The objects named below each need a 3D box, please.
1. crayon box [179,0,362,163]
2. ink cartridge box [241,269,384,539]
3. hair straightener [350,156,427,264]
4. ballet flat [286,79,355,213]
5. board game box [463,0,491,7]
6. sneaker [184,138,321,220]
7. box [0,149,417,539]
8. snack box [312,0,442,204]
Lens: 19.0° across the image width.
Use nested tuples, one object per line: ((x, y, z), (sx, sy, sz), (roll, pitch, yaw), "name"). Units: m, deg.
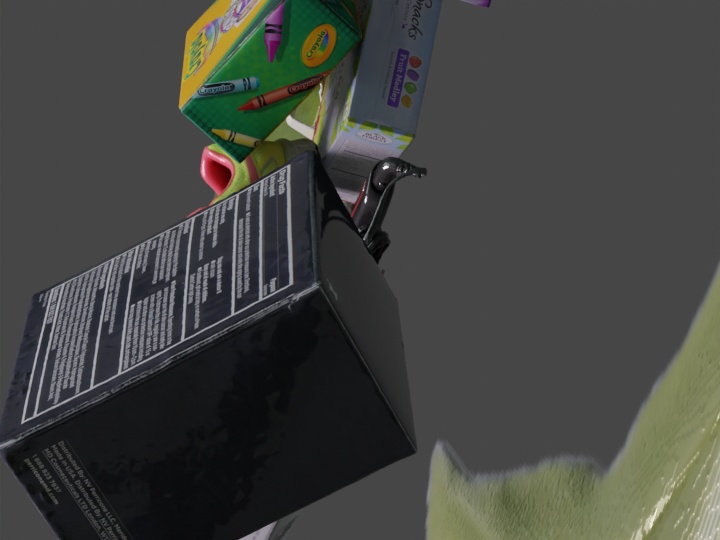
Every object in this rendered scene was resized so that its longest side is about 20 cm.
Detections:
((-0.063, -0.161, 1.472), (0.119, 0.058, 0.200), (-45, 17, 13), "crayon box")
((-0.039, 0.117, 1.389), (0.174, 0.043, 0.200), (-50, -8, -38), "ink cartridge box")
((0.000, 0.000, 1.389), (0.200, 0.041, 0.077), (124, 159, -49), "hair straightener")
((-0.027, -0.092, 1.593), (0.072, 0.071, 0.201), (123, 160, -61), "ballet flat")
((0.059, -0.275, 1.253), (0.103, 0.104, 0.201), (-89, 17, -56), "board game box")
((-0.077, -0.005, 1.422), (0.078, 0.090, 0.201), (115, 159, -49), "sneaker")
((-0.082, 0.057, 1.212), (0.198, 0.124, 0.200), (-28, 22, 10), "box")
((0.016, -0.162, 1.485), (0.142, 0.053, 0.201), (132, 152, -67), "snack box")
